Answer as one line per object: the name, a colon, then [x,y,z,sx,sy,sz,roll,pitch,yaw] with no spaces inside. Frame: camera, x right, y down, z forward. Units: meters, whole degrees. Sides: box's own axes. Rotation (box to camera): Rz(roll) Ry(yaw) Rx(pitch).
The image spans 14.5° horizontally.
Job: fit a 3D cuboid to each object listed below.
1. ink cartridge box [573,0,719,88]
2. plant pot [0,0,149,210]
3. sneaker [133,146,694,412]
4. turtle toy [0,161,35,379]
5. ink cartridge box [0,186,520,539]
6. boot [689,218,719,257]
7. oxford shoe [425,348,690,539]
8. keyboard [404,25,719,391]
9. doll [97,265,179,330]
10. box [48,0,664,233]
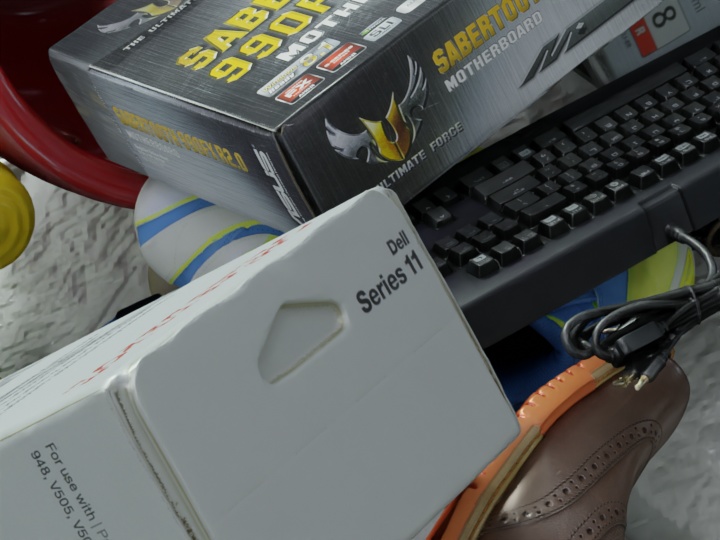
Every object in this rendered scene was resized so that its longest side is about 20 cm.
ink cartridge box: [0.134,-0.147,0.992,0.200,0.050,0.162,-35,26,-4]
plant pot: [-0.095,-0.136,1.033,0.200,0.201,0.182,-46,32,-11]
sneaker: [0.000,0.000,0.897,0.199,0.076,0.105,4,23,26]
turtle toy: [-0.188,0.024,1.004,0.101,0.201,0.146,-4,19,-29]
ink cartridge box: [-0.075,0.069,0.767,0.200,0.083,0.147,-27,6,37]
boot: [0.154,-0.011,0.903,0.153,0.074,0.204,-10,50,26]
oxford shoe: [0.048,0.093,0.798,0.073,0.071,0.200,37,52,9]
keyboard: [0.084,-0.021,0.839,0.200,0.021,0.127,-29,39,-22]
doll: [-0.043,0.047,0.958,0.136,0.049,0.200,-9,32,-6]
box: [0.018,-0.096,0.912,0.200,0.048,0.158,-37,29,-18]
